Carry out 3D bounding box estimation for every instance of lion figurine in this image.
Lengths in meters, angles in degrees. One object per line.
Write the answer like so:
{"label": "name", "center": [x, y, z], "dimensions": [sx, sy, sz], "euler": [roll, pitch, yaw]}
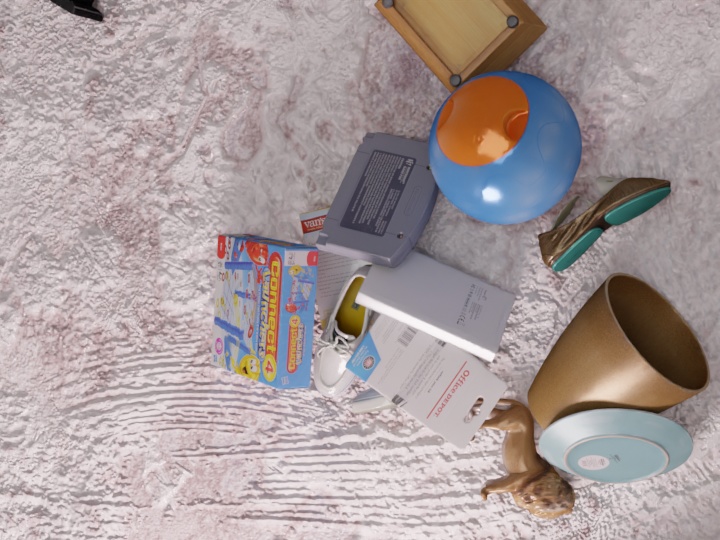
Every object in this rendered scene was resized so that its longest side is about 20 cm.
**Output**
{"label": "lion figurine", "center": [0.219, 0.250, 1.735], "dimensions": [0.122, 0.072, 0.200], "euler": [-15, 85, 12]}

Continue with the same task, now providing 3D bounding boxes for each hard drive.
{"label": "hard drive", "center": [0.105, 0.038, 1.708], "dimensions": [0.200, 0.132, 0.026], "euler": [23, 130, 4]}

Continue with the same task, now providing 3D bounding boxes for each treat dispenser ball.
{"label": "treat dispenser ball", "center": [0.189, -0.161, 1.645], "dimensions": [0.200, 0.201, 0.201], "euler": [1, 94, 19]}

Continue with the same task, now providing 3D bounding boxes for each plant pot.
{"label": "plant pot", "center": [0.322, 0.136, 1.649], "dimensions": [0.186, 0.186, 0.200], "euler": [50, 122, 9]}

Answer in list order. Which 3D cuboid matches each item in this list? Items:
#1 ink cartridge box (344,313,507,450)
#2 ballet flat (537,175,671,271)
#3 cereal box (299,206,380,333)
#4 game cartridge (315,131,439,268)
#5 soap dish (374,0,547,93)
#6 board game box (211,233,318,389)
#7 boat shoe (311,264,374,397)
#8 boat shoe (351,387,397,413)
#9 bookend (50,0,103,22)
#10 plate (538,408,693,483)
{"label": "ink cartridge box", "center": [0.095, 0.144, 1.706], "dimensions": [0.200, 0.068, 0.116], "euler": [36, 93, 17]}
{"label": "ballet flat", "center": [0.319, -0.080, 1.686], "dimensions": [0.200, 0.068, 0.072], "euler": [-39, 62, 22]}
{"label": "cereal box", "center": [0.000, 0.000, 1.808], "dimensions": [0.144, 0.040, 0.200], "euler": [-10, 90, 20]}
{"label": "game cartridge", "center": [0.035, -0.098, 1.739], "dimensions": [0.133, 0.041, 0.200], "euler": [13, 62, 22]}
{"label": "soap dish", "center": [0.131, -0.350, 1.715], "dimensions": [0.157, 0.081, 0.200], "euler": [-43, 81, 17]}
{"label": "board game box", "center": [-0.140, 0.055, 1.798], "dimensions": [0.196, 0.056, 0.201], "euler": [11, 99, 55]}
{"label": "boat shoe", "center": [-0.023, 0.091, 1.756], "dimensions": [0.075, 0.086, 0.202], "euler": [27, 105, 13]}
{"label": "boat shoe", "center": [0.075, 0.148, 1.784], "dimensions": [0.200, 0.070, 0.072], "euler": [-21, 76, 15]}
{"label": "bookend", "center": [-0.451, -0.516, 1.900], "dimensions": [0.199, 0.092, 0.200], "euler": [30, 102, 13]}
{"label": "plate", "center": [0.334, 0.239, 1.640], "dimensions": [0.200, 0.200, 0.026], "euler": [-9, 53, 20]}
